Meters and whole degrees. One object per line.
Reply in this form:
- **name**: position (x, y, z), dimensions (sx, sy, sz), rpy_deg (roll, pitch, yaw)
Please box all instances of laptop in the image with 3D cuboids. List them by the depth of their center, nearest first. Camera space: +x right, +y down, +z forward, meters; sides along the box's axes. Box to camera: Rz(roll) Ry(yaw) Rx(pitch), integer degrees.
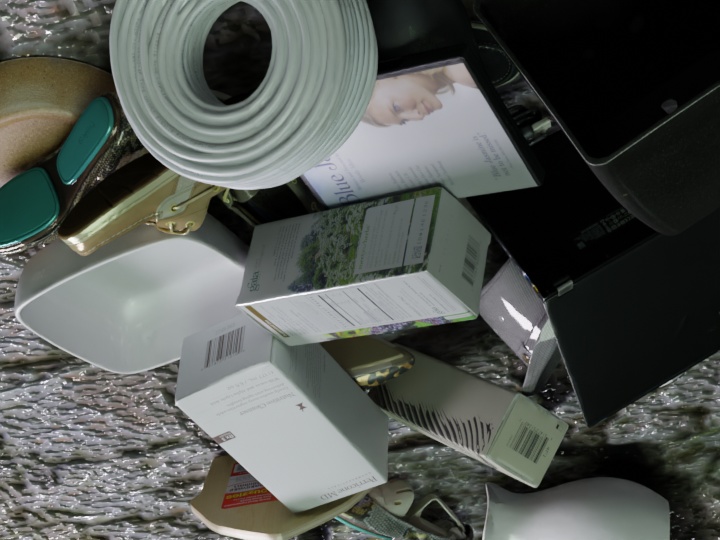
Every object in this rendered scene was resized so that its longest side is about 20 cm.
- **laptop**: position (0.214, -0.014, 1.210), dimensions (0.186, 0.201, 0.116), rpy_deg (-29, 152, -11)

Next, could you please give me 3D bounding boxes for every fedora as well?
- **fedora**: position (0.163, 0.017, 1.309), dimensions (0.090, 0.178, 0.200), rpy_deg (31, 169, 11)

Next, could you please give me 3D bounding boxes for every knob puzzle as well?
- **knob puzzle**: position (-0.074, 0.230, 1.452), dimensions (0.217, 0.220, 0.031), rpy_deg (-10, 107, 5)

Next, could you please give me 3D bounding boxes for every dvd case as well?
- **dvd case**: position (0.025, -0.103, 1.113), dimensions (0.198, 0.018, 0.143), rpy_deg (-7, 139, 33)

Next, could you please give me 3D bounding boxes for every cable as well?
- **cable**: position (-0.088, -0.161, 1.060), dimensions (0.198, 0.202, 0.069), rpy_deg (-14, 177, 22)

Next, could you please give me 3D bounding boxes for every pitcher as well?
- **pitcher**: position (0.239, 0.297, 1.607), dimensions (0.198, 0.122, 0.172), rpy_deg (2, 156, 8)

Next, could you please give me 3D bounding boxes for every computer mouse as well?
- **computer mouse**: position (0.066, -0.138, 1.124), dimensions (0.138, 0.053, 0.201), rpy_deg (-26, 132, 4)

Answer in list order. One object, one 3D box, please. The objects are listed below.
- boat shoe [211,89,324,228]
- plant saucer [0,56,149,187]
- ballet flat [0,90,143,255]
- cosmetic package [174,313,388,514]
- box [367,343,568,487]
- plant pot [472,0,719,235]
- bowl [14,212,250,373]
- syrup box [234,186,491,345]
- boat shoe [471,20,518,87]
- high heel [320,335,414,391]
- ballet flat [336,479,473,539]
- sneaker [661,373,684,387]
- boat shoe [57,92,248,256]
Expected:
- **boat shoe**: position (-0.092, -0.081, 1.238), dimensions (0.072, 0.061, 0.201), rpy_deg (-33, 128, 26)
- **plant saucer**: position (-0.264, -0.091, 1.234), dimensions (0.198, 0.036, 0.201), rpy_deg (-2, 135, -2)
- **ballet flat**: position (-0.235, -0.071, 1.193), dimensions (0.200, 0.068, 0.075), rpy_deg (-39, 151, 27)
- **cosmetic package**: position (-0.068, 0.129, 1.328), dimensions (0.112, 0.082, 0.200), rpy_deg (-24, 129, 24)
- **box**: position (0.097, 0.134, 1.370), dimensions (0.082, 0.199, 0.069), rpy_deg (33, 82, -33)
- **plant pot**: position (0.236, -0.147, 1.089), dimensions (0.199, 0.201, 0.178), rpy_deg (-34, 140, 5)
- **bowl**: position (-0.188, 0.006, 1.281), dimensions (0.198, 0.075, 0.200), rpy_deg (-22, 151, 18)
- **syrup box**: position (0.000, 0.000, 1.188), dimensions (0.199, 0.079, 0.081), rpy_deg (-11, 144, 36)
- **boat shoe**: position (0.037, -0.155, 1.175), dimensions (0.198, 0.063, 0.075), rpy_deg (-7, 133, 1)
- **high heel**: position (-0.025, 0.128, 1.436), dimensions (0.198, 0.072, 0.143), rpy_deg (-6, 133, 21)
- **ballet flat**: position (0.049, 0.269, 1.598), dimensions (0.199, 0.072, 0.072), rpy_deg (30, 126, -29)
- **sneaker**: position (0.299, 0.022, 1.373), dimensions (0.087, 0.076, 0.201), rpy_deg (23, 127, -5)
- **boat shoe**: position (-0.145, -0.064, 1.146), dimensions (0.199, 0.074, 0.067), rpy_deg (-35, 116, -15)
